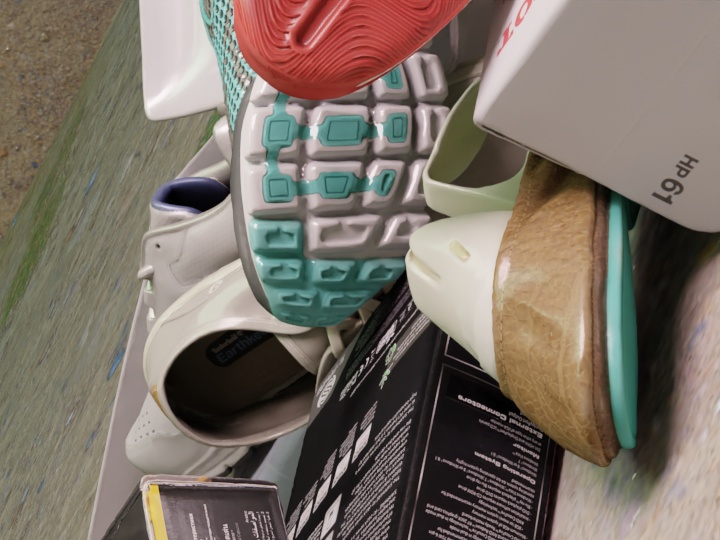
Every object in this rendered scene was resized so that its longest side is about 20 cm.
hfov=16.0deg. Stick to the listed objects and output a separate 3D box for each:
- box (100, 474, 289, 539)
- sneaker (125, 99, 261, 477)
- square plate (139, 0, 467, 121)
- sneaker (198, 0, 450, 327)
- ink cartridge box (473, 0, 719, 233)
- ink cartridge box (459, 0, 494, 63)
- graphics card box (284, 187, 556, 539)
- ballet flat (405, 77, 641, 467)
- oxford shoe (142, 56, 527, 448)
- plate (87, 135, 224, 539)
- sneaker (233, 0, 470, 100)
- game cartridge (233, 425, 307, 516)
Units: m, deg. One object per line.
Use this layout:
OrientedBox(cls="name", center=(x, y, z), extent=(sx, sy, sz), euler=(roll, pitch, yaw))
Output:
OrientedBox(cls="box", center=(-0.055, 0.185, 0.741), extent=(0.160, 0.049, 0.200), euler=(-56, 38, 46))
OrientedBox(cls="sneaker", center=(-0.053, 0.005, 1.008), extent=(0.075, 0.087, 0.200), euler=(-85, 21, -53))
OrientedBox(cls="square plate", center=(-0.022, -0.163, 0.965), extent=(0.200, 0.028, 0.199), euler=(-4, 88, 52))
OrientedBox(cls="sneaker", center=(-0.019, -0.076, 0.889), extent=(0.091, 0.077, 0.201), euler=(155, 120, -63))
OrientedBox(cls="ink cartridge box", center=(0.109, -0.132, 0.739), extent=(0.145, 0.084, 0.200), euler=(-55, 17, 41))
OrientedBox(cls="ink cartridge box", center=(0.001, -0.160, 1.060), extent=(0.145, 0.087, 0.201), euler=(-160, 74, -71))
OrientedBox(cls="graphics card box", center=(0.013, 0.085, 0.812), extent=(0.126, 0.051, 0.200), euler=(-55, 16, 43))
OrientedBox(cls="ballet flat", center=(0.053, -0.017, 0.765), extent=(0.200, 0.072, 0.068), euler=(-78, -16, -46))
OrientedBox(cls="oxford shoe", center=(0.000, 0.000, 0.919), extent=(0.200, 0.075, 0.058), euler=(-38, 23, 19))
OrientedBox(cls="plate", center=(-0.064, 0.015, 1.179), extent=(0.200, 0.032, 0.200), euler=(-58, -14, -60))
OrientedBox(cls="sneaker", center=(0.015, -0.110, 0.785), extent=(0.200, 0.078, 0.116), euler=(-60, -5, -29))
OrientedBox(cls="game cartridge", center=(-0.008, 0.020, 1.080), extent=(0.133, 0.041, 0.200), euler=(-56, 14, 23))
